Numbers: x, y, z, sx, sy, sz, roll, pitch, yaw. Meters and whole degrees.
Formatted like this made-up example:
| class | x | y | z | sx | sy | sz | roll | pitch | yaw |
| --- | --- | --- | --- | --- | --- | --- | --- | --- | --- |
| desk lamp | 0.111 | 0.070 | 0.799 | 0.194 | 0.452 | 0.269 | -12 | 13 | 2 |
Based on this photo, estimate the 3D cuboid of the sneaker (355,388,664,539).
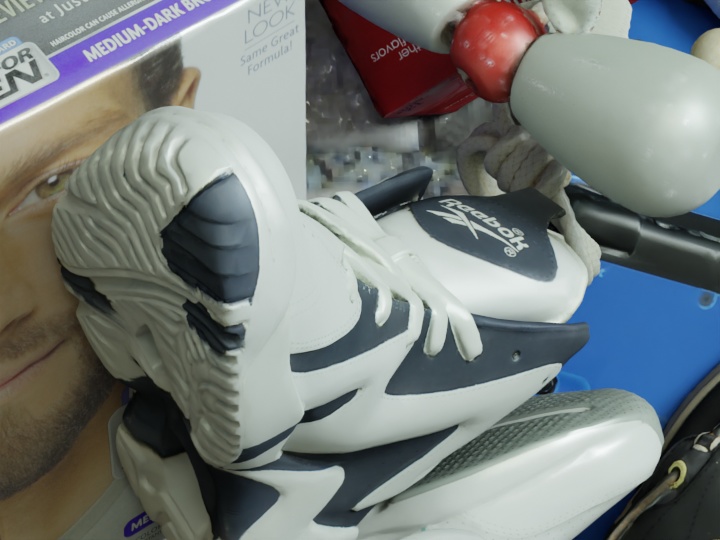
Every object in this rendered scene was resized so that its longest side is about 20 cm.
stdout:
| class | x | y | z | sx | sy | sz | roll | pitch | yaw |
| --- | --- | --- | --- | --- | --- | --- | --- | --- | --- |
| sneaker | 0.007 | 0.103 | 0.789 | 0.200 | 0.070 | 0.081 | -32 | 97 | 3 |

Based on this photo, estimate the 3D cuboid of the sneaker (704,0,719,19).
| class | x | y | z | sx | sy | sz | roll | pitch | yaw |
| --- | --- | --- | --- | --- | --- | --- | --- | --- | --- |
| sneaker | 0.157 | -0.084 | 0.850 | 0.199 | 0.075 | 0.100 | 32 | 41 | 10 |

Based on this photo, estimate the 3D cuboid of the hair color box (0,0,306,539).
| class | x | y | z | sx | sy | sz | roll | pitch | yaw |
| --- | --- | --- | --- | --- | --- | --- | --- | --- | --- |
| hair color box | -0.073 | -0.002 | 0.731 | 0.109 | 0.201 | 0.065 | -30 | 54 | -24 |

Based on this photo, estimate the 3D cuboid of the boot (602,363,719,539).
| class | x | y | z | sx | sy | sz | roll | pitch | yaw |
| --- | --- | --- | --- | --- | --- | --- | --- | --- | --- |
| boot | 0.102 | 0.095 | 0.744 | 0.073 | 0.151 | 0.200 | 44 | 90 | -5 |

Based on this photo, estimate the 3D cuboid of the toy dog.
| class | x | y | z | sx | sy | sz | roll | pitch | yaw |
| --- | --- | --- | --- | --- | --- | --- | --- | --- | --- |
| toy dog | 0.035 | -0.100 | 0.751 | 0.200 | 0.132 | 0.096 | 44 | 76 | 4 |

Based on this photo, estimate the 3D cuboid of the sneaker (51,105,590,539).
| class | x | y | z | sx | sy | sz | roll | pitch | yaw |
| --- | --- | --- | --- | --- | --- | --- | --- | --- | --- |
| sneaker | 0.000 | 0.000 | 0.685 | 0.129 | 0.200 | 0.079 | -36 | 58 | -19 |

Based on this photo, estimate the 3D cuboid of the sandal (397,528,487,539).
| class | x | y | z | sx | sy | sz | roll | pitch | yaw |
| --- | --- | --- | --- | --- | --- | --- | --- | --- | --- |
| sandal | -0.031 | 0.152 | 0.732 | 0.082 | 0.050 | 0.203 | 38 | 82 | -42 |

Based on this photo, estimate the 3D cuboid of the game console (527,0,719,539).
| class | x | y | z | sx | sy | sz | roll | pitch | yaw |
| --- | --- | --- | --- | --- | --- | --- | --- | --- | --- |
| game console | 0.142 | 0.020 | 0.872 | 0.199 | 0.118 | 0.172 | 16 | 103 | -7 |

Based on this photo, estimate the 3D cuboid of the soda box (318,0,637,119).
| class | x | y | z | sx | sy | sz | roll | pitch | yaw |
| --- | --- | --- | --- | --- | --- | --- | --- | --- | --- |
| soda box | 0.082 | -0.121 | 0.818 | 0.199 | 0.070 | 0.064 | -31 | 83 | 19 |
